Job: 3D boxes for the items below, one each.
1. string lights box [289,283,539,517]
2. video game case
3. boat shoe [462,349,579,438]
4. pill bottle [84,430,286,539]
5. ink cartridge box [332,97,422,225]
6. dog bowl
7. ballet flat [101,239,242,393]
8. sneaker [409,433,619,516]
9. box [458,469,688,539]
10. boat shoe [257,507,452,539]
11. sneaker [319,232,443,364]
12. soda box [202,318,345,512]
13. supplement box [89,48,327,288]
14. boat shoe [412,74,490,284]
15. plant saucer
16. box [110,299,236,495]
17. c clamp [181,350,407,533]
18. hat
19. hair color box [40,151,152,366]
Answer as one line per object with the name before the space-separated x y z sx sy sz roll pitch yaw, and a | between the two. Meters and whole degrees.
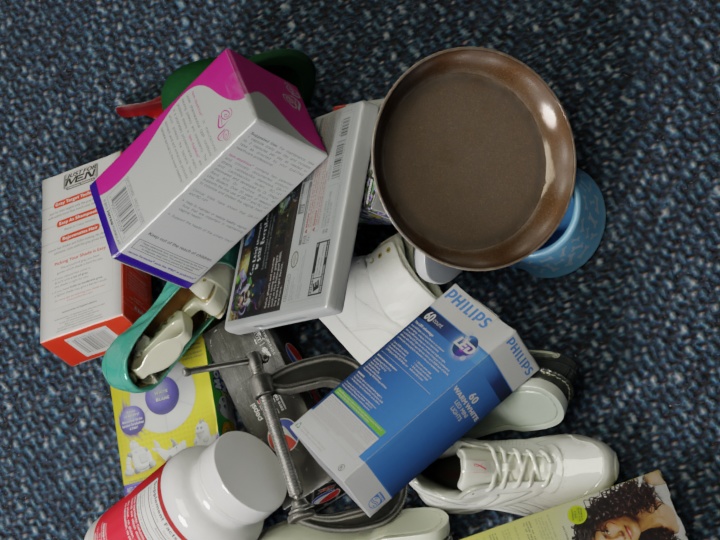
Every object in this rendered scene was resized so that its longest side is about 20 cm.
string lights box | 0.047 0.112 1.588 0.200 0.059 0.103 -40 38 -8
video game case | -0.056 -0.046 1.677 0.182 0.023 0.200 -13 63 54
boat shoe | 0.110 0.112 1.655 0.200 0.076 0.060 -1 38 34
pill bottle | -0.163 0.235 1.689 0.200 0.112 0.112 -40 63 33
ink cartridge box | -0.004 -0.101 1.704 0.200 0.050 0.109 2 76 62
dog bowl | 0.128 -0.054 1.691 0.200 0.050 0.112 3 79 25
ballet flat | -0.167 0.043 1.739 0.200 0.067 0.070 -49 36 -6
sneaker | 0.129 0.183 1.605 0.200 0.099 0.078 -9 74 22
box | 0.178 0.242 1.559 0.200 0.050 0.075 -20 69 -4
boat shoe | -0.008 0.263 1.666 0.201 0.072 0.060 -7 111 23
sneaker | 0.000 0.000 1.714 0.200 0.074 0.116 44 105 28
soda box | -0.075 0.132 1.731 0.071 0.063 0.200 -34 66 15
supplement box | -0.143 -0.093 1.674 0.200 0.103 0.101 -42 48 23
boat shoe | 0.076 -0.087 1.662 0.066 0.070 0.200 7 85 48
plant saucer | 0.098 -0.099 1.611 0.032 0.200 0.201 174 110 -68
box | -0.189 0.119 1.797 0.117 0.048 0.200 -18 69 19
c clamp | -0.051 0.157 1.652 0.171 0.027 0.200 -17 70 -22
hat | -0.170 -0.196 1.796 0.200 0.166 0.176 -44 64 8
hair color box | -0.269 -0.013 1.829 0.101 0.061 0.200 -18 56 20
